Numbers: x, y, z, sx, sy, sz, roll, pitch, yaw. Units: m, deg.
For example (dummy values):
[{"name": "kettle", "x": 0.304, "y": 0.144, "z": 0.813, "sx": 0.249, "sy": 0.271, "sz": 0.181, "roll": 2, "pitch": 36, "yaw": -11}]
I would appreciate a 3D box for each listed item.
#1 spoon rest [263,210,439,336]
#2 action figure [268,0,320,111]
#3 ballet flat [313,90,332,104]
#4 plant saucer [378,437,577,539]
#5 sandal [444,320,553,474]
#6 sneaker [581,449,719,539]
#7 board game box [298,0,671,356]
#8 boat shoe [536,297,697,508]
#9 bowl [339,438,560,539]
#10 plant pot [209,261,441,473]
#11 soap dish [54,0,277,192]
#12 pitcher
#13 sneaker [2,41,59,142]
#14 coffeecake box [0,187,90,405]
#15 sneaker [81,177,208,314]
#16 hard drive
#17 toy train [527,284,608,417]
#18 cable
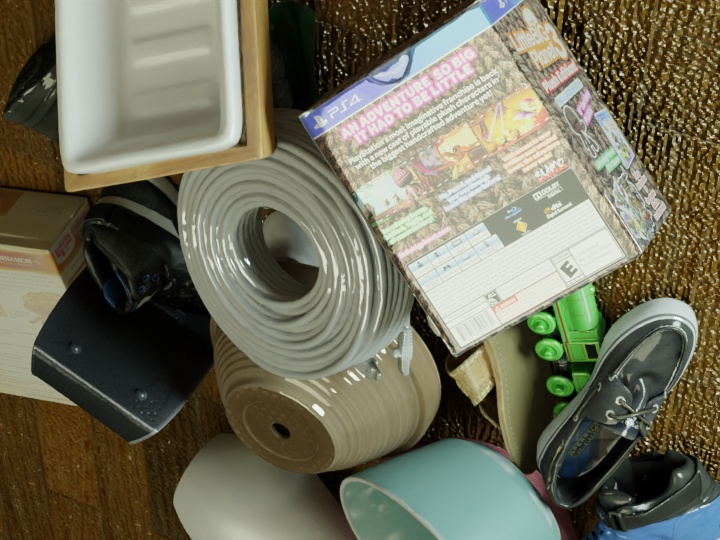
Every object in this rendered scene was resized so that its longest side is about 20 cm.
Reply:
[{"name": "spoon rest", "x": 0.000, "y": 0.000, "z": 1.678, "sx": 0.199, "sy": 0.061, "sz": 0.100, "roll": 17, "pitch": 140, "yaw": 38}, {"name": "action figure", "x": -0.065, "y": -0.113, "z": 1.594, "sx": 0.118, "sy": 0.055, "sz": 0.200, "roll": 5, "pitch": 139, "yaw": 25}, {"name": "ballet flat", "x": 0.058, "y": -0.088, "z": 1.526, "sx": 0.199, "sy": 0.073, "sz": 0.073, "roll": 6, "pitch": 136, "yaw": 24}, {"name": "plant saucer", "x": 0.103, "y": 0.216, "z": 1.836, "sx": 0.200, "sy": 0.051, "sz": 0.201, "roll": 19, "pitch": 141, "yaw": 16}, {"name": "sandal", "x": 0.099, "y": 0.063, "z": 1.662, "sx": 0.069, "sy": 0.078, "sz": 0.212, "roll": 10, "pitch": 129, "yaw": 32}, {"name": "sneaker", "x": 0.204, "y": 0.212, "z": 1.712, "sx": 0.199, "sy": 0.077, "sz": 0.111, "roll": -25, "pitch": 119, "yaw": 21}, {"name": "board game box", "x": 0.086, "y": -0.073, "z": 1.424, "sx": 0.159, "sy": 0.097, "sz": 0.200, "roll": -30, "pitch": 97, "yaw": 27}, {"name": "boat shoe", "x": 0.197, "y": 0.108, "z": 1.606, "sx": 0.070, "sy": 0.066, "sz": 0.200, "roll": 23, "pitch": 126, "yaw": -20}, {"name": "bowl", "x": 0.086, "y": 0.215, "z": 1.693, "sx": 0.201, "sy": 0.105, "sz": 0.201, "roll": 42, "pitch": 158, "yaw": 22}, {"name": "plant pot", "x": -0.043, "y": 0.097, "z": 1.669, "sx": 0.200, "sy": 0.093, "sz": 0.201, "roll": 19, "pitch": 141, "yaw": 16}, {"name": "soap dish", "x": -0.135, "y": -0.160, "z": 1.474, "sx": 0.157, "sy": 0.201, "sz": 0.081, "roll": -8, "pitch": 167, "yaw": 24}, {"name": "pitcher", "x": -0.063, "y": 0.238, "z": 1.925, "sx": 0.200, "sy": 0.122, "sz": 0.172, "roll": 32, "pitch": -178, "yaw": 14}, {"name": "sneaker", "x": -0.200, "y": -0.156, "z": 1.631, "sx": 0.091, "sy": 0.076, "sz": 0.200, "roll": 32, "pitch": 147, "yaw": -20}, {"name": "coffeecake box", "x": -0.291, "y": 0.024, "z": 1.870, "sx": 0.153, "sy": 0.073, "sz": 0.200, "roll": 8, "pitch": 136, "yaw": 27}, {"name": "sneaker", "x": -0.152, "y": 0.014, "z": 1.736, "sx": 0.200, "sy": 0.112, "sz": 0.073, "roll": 41, "pitch": 141, "yaw": -12}, {"name": "hard drive", "x": -0.189, "y": 0.057, "z": 1.736, "sx": 0.135, "sy": 0.200, "sz": 0.042, "roll": 35, "pitch": 123, "yaw": -3}, {"name": "toy train", "x": 0.163, "y": 0.044, "z": 1.622, "sx": 0.056, "sy": 0.042, "sz": 0.200, "roll": -1, "pitch": 132, "yaw": 21}, {"name": "cable", "x": -0.050, "y": -0.018, "z": 1.536, "sx": 0.199, "sy": 0.069, "sz": 0.201, "roll": 23, "pitch": 125, "yaw": 28}]
